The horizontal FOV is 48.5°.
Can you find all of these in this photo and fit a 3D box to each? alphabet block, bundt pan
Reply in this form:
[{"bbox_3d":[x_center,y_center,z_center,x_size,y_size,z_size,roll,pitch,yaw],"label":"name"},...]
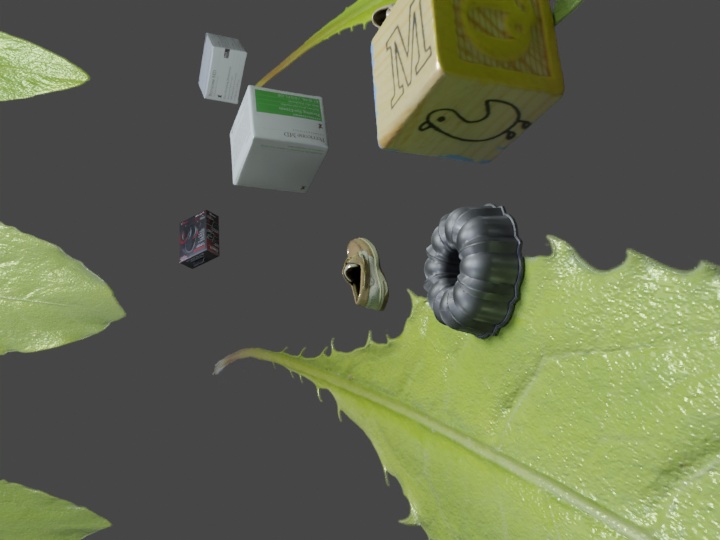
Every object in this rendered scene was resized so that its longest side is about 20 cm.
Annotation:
[{"bbox_3d":[0.141,-0.288,1.118,0.200,0.194,0.198,136,133,-60],"label":"alphabet block"},{"bbox_3d":[0.154,-0.002,1.175,0.202,0.075,0.203,-176,90,-69],"label":"bundt pan"}]

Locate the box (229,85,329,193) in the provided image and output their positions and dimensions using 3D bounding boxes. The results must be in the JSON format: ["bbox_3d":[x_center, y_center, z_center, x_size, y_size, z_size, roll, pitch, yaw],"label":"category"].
[{"bbox_3d":[-0.205,-0.322,1.985,0.200,0.198,0.172,126,142,-53],"label":"box"}]

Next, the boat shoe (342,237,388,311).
[{"bbox_3d":[0.000,0.000,1.573,0.200,0.066,0.074,-114,36,-51],"label":"boat shoe"}]

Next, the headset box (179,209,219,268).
[{"bbox_3d":[-0.620,-0.110,3.073,0.148,0.075,0.201,-22,59,28],"label":"headset box"}]

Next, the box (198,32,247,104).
[{"bbox_3d":[-0.512,-0.748,2.953,0.200,0.130,0.200,-120,40,-56],"label":"box"}]

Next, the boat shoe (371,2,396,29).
[{"bbox_3d":[0.077,-0.464,1.483,0.200,0.065,0.073,-137,55,-64],"label":"boat shoe"}]
